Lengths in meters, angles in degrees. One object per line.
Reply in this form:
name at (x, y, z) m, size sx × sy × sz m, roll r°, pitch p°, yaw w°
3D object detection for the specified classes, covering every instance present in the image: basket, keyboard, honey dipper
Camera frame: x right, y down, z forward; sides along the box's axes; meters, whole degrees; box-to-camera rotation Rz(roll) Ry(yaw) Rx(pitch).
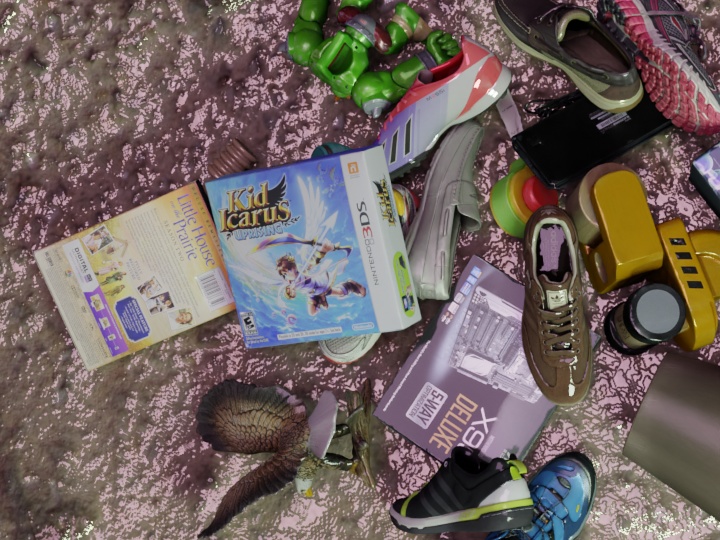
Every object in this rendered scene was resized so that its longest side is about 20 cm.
basket at (0.368, 0.173, 1.438) m, size 0.199 × 0.136 × 0.181 m, roll 23°, pitch 88°, yaw 16°
keyboard at (0.251, -0.155, 1.527) m, size 0.199 × 0.040 × 0.104 m, roll -28°, pitch 64°, yaw -13°
honey dipper at (-0.191, -0.060, 1.620) m, size 0.038 × 0.038 × 0.200 m, roll 43°, pitch 96°, yaw 12°

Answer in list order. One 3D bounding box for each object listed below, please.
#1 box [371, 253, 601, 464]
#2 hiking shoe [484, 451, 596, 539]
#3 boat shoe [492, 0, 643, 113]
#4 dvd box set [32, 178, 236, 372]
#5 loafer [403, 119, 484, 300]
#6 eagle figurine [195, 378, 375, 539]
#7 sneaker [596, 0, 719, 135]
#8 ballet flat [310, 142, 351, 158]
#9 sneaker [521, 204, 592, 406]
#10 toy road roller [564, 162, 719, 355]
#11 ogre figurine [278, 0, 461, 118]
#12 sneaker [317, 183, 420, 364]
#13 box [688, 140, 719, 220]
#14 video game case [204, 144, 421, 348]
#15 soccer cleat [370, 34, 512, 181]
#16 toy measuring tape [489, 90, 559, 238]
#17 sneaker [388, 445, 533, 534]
box at (0.131, 0.110, 1.529) m, size 0.157 × 0.050 × 0.201 m, roll 34°, pitch 91°, yaw 11°
hiking shoe at (0.171, 0.270, 1.485) m, size 0.074 × 0.087 × 0.201 m, roll 36°, pitch 92°, yaw 12°
boat shoe at (0.217, -0.245, 1.522) m, size 0.073 × 0.065 × 0.200 m, roll -39°, pitch 63°, yaw -20°
dvd box set at (-0.236, 0.006, 1.601) m, size 0.199 × 0.029 × 0.147 m, roll -23°, pitch 98°, yaw 7°
loafer at (0.096, -0.063, 1.536) m, size 0.069 × 0.070 × 0.201 m, roll 17°, pitch 78°, yaw 16°
eagle figurine at (-0.085, 0.192, 1.527) m, size 0.198 × 0.152 × 0.152 m, roll -6°, pitch 103°, yaw 5°
sneaker at (0.319, -0.224, 1.494) m, size 0.074 × 0.081 × 0.201 m, roll -23°, pitch 63°, yaw -12°
ballet flat at (-0.044, -0.044, 1.563) m, size 0.201 × 0.070 × 0.067 m, roll -64°, pitch 36°, yaw 28°
sneaker at (0.188, 0.035, 1.458) m, size 0.070 × 0.076 × 0.202 m, roll -7°, pitch 87°, yaw 10°
toy road roller at (0.304, -0.016, 1.478) m, size 0.145 × 0.123 × 0.201 m, roll -19°, pitch 81°, yaw -6°
ogre figurine at (-0.003, -0.244, 1.571) m, size 0.200 × 0.098 × 0.120 m, roll 40°, pitch 81°, yaw 1°
sneaker at (0.000, 0.000, 1.550) m, size 0.077 × 0.082 × 0.201 m, roll 18°, pitch 88°, yaw 12°
box at (0.449, -0.101, 1.460) m, size 0.200 × 0.107 × 0.149 m, roll -37°, pitch 79°, yaw 6°
video game case at (-0.050, -0.021, 1.500) m, size 0.199 × 0.045 × 0.183 m, roll -9°, pitch 98°, yaw 31°
soccer cleat at (0.062, -0.164, 1.525) m, size 0.200 × 0.068 × 0.073 m, roll -36°, pitch 118°, yaw 24°
toy measuring tape at (0.156, -0.105, 1.532) m, size 0.073 × 0.074 × 0.201 m, roll -22°, pitch 84°, yaw 8°
sneaker at (0.102, 0.217, 1.474) m, size 0.199 × 0.071 × 0.084 m, roll -14°, pitch 81°, yaw 50°
